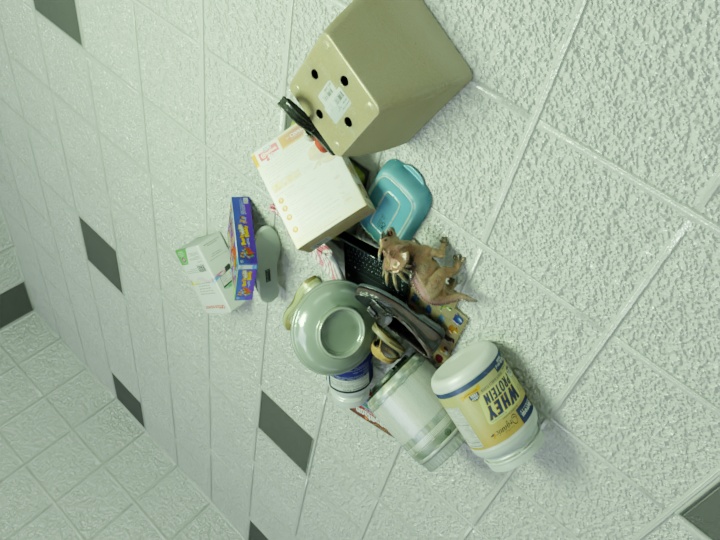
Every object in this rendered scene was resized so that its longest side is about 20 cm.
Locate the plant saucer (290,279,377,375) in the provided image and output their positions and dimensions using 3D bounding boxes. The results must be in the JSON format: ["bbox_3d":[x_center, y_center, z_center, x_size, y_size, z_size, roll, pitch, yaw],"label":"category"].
[{"bbox_3d":[-0.045,0.123,1.307,0.050,0.197,0.204,21,137,64],"label":"plant saucer"}]

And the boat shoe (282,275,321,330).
[{"bbox_3d":[-0.131,0.095,1.517,0.063,0.073,0.202,47,136,16],"label":"boat shoe"}]

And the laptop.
[{"bbox_3d":[0.000,0.000,1.264,0.175,0.103,0.204,30,136,33],"label":"laptop"}]

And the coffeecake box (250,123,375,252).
[{"bbox_3d":[-0.087,-0.161,1.163,0.152,0.073,0.203,-30,80,12],"label":"coffeecake box"}]

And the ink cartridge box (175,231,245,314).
[{"bbox_3d":[-0.401,0.011,1.734,0.143,0.084,0.203,-6,113,50],"label":"ink cartridge box"}]

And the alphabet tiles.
[{"bbox_3d":[0.132,0.085,1.272,0.166,0.008,0.202,39,141,20],"label":"alphabet tiles"}]

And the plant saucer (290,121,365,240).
[{"bbox_3d":[-0.098,-0.175,1.286,0.199,0.048,0.201,43,142,14],"label":"plant saucer"}]

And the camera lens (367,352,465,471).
[{"bbox_3d":[0.124,0.285,1.309,0.200,0.159,0.161,46,143,9],"label":"camera lens"}]

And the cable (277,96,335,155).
[{"bbox_3d":[-0.084,-0.224,1.028,0.050,0.200,0.098,-37,88,15],"label":"cable"}]

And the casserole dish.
[{"bbox_3d":[0.055,-0.113,1.175,0.121,0.039,0.201,46,144,11],"label":"casserole dish"}]

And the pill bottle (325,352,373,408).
[{"bbox_3d":[-0.027,0.213,1.456,0.114,0.115,0.204,26,135,32],"label":"pill bottle"}]

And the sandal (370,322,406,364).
[{"bbox_3d":[0.050,0.163,1.320,0.080,0.054,0.200,39,169,14],"label":"sandal"}]

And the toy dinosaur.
[{"bbox_3d":[0.110,0.008,1.127,0.201,0.135,0.086,49,143,4],"label":"toy dinosaur"}]

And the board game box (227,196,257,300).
[{"bbox_3d":[-0.279,-0.052,1.494,0.136,0.044,0.203,110,153,-49],"label":"board game box"}]

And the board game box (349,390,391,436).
[{"bbox_3d":[0.047,0.349,1.562,0.197,0.019,0.105,24,135,34],"label":"board game box"}]

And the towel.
[{"bbox_3d":[-0.108,-0.052,1.340,0.200,0.030,0.147,44,170,28],"label":"towel"}]

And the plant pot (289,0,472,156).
[{"bbox_3d":[0.011,-0.292,0.967,0.202,0.176,0.199,54,143,0],"label":"plant pot"}]

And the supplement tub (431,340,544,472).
[{"bbox_3d":[0.236,0.250,1.171,0.202,0.144,0.144,56,143,-4],"label":"supplement tub"}]

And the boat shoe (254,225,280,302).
[{"bbox_3d":[-0.238,-0.021,1.540,0.064,0.069,0.204,40,135,45],"label":"boat shoe"}]

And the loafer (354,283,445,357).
[{"bbox_3d":[0.071,0.097,1.242,0.197,0.064,0.072,30,159,2],"label":"loafer"}]
